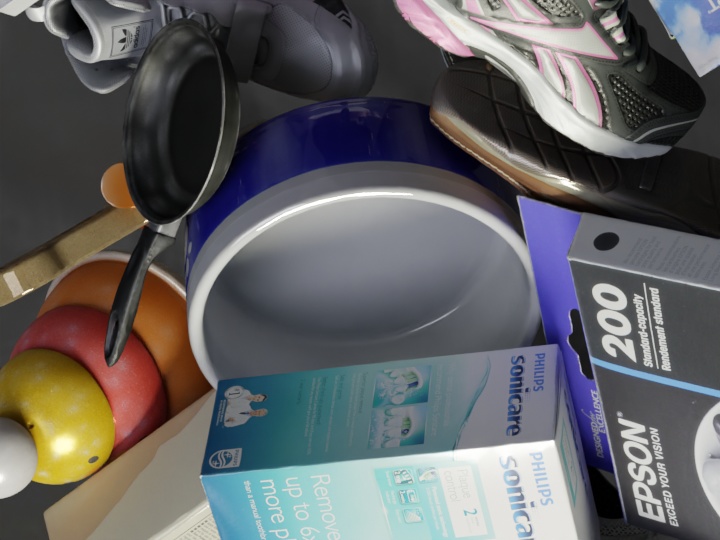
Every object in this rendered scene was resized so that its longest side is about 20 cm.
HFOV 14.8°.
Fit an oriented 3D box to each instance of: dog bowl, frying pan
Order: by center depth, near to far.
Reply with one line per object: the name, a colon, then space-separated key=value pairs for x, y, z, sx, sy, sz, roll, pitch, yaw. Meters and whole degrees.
frying pan: x=-0.100 y=-0.044 z=1.526 sx=0.115 sy=0.031 sz=0.191 roll=-10 pitch=76 yaw=57
dog bowl: x=0.000 y=0.000 z=1.564 sx=0.199 sy=0.079 sz=0.200 roll=-4 pitch=136 yaw=-4

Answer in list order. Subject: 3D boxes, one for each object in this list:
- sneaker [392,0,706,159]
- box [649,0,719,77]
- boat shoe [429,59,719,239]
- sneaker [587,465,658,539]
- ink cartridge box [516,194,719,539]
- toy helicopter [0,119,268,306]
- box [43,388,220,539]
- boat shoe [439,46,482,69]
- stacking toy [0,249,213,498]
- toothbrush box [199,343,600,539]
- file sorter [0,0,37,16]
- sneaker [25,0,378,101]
sneaker: x=0.111 y=-0.132 z=1.446 sx=0.200 sy=0.080 sz=0.086 roll=26 pitch=128 yaw=-29
box: x=0.169 y=-0.215 z=1.426 sx=0.122 sy=0.048 sz=0.200 roll=-32 pitch=94 yaw=40
boat shoe: x=0.123 y=-0.045 z=1.513 sx=0.200 sy=0.076 sz=0.072 roll=29 pitch=138 yaw=0
sneaker: x=0.095 y=0.114 z=1.645 sx=0.200 sy=0.075 sz=0.082 roll=33 pitch=120 yaw=2
ink cartridge box: x=0.173 y=0.065 z=1.482 sx=0.200 sy=0.043 sz=0.198 roll=14 pitch=135 yaw=34
toy helicopter: x=-0.129 y=-0.034 z=1.617 sx=0.079 sy=0.200 sz=0.132 roll=62 pitch=154 yaw=-9
box: x=-0.086 y=0.139 z=1.695 sx=0.200 sy=0.078 sz=0.095 roll=-35 pitch=136 yaw=15
boat shoe: x=0.052 y=-0.167 z=1.514 sx=0.072 sy=0.071 sz=0.200 roll=-2 pitch=114 yaw=34
stacking toy: x=-0.186 y=0.087 z=1.722 sx=0.146 sy=0.200 sz=0.146 roll=16 pitch=122 yaw=27
toothbrush box: x=0.026 y=0.130 z=1.550 sx=0.199 sy=0.085 sz=0.147 roll=-6 pitch=128 yaw=10
file sorter: x=-0.209 y=-0.270 z=1.539 sx=0.139 sy=0.124 sz=0.201 roll=-28 pitch=62 yaw=40
sneaker: x=-0.095 y=-0.135 z=1.600 sx=0.200 sy=0.115 sz=0.075 roll=27 pitch=127 yaw=19
